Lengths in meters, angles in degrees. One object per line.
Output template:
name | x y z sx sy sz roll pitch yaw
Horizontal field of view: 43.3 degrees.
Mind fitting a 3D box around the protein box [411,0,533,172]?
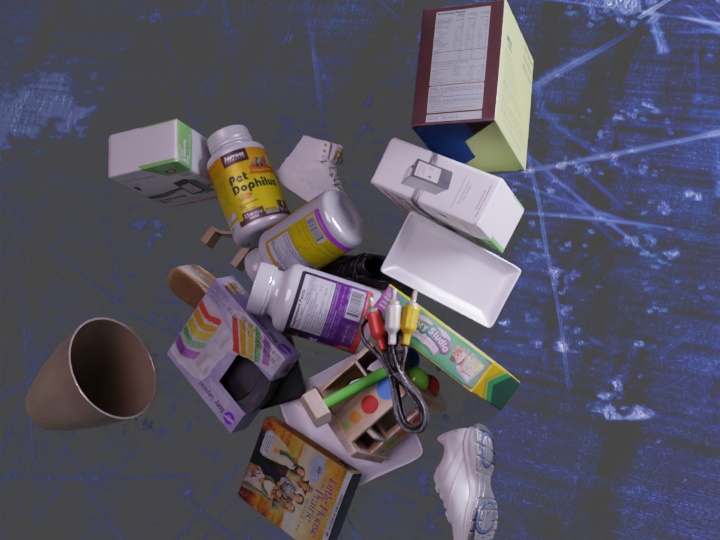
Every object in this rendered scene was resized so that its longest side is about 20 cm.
protein box | 0.182 -0.284 1.436 0.134 0.198 0.201 0 74 24

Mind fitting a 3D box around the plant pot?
plant pot | -0.500 0.207 1.616 0.200 0.187 0.188 -27 64 30

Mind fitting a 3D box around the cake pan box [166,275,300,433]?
cake pan box | -0.212 0.142 1.510 0.200 0.052 0.184 48 118 19

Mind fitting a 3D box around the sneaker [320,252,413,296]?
sneaker | 0.000 0.000 1.492 0.199 0.091 0.076 -3 73 25

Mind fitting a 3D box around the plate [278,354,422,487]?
plate | -0.016 0.248 1.456 0.199 0.032 0.201 -29 65 13

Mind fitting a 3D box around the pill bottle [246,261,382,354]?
pill bottle | -0.075 0.055 1.437 0.199 0.111 0.112 18 81 -5

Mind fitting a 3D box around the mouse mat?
mouse mat | -0.185 0.156 1.527 0.199 0.008 0.162 -21 81 33

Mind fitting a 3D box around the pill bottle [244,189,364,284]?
pill bottle | -0.097 -0.044 1.498 0.200 0.104 0.105 -30 64 28

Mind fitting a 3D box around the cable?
cable | 0.043 0.127 1.259 0.097 0.050 0.201 -9 70 16

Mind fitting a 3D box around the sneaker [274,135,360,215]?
sneaker | -0.056 -0.164 1.577 0.200 0.074 0.116 36 94 30

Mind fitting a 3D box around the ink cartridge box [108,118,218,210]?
ink cartridge box | -0.335 -0.187 1.636 0.145 0.200 0.084 -10 73 21

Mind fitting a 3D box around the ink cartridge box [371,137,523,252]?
ink cartridge box | 0.138 -0.118 1.427 0.200 0.145 0.084 26 87 28

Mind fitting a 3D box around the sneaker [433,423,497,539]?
sneaker | 0.153 0.330 1.344 0.087 0.074 0.201 -10 63 33

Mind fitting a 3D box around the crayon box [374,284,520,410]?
crayon box | 0.128 0.117 1.352 0.200 0.172 0.058 37 91 28

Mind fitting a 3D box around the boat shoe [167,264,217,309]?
boat shoe | -0.245 0.055 1.591 0.200 0.069 0.074 42 122 7

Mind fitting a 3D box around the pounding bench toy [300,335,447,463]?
pounding bench toy | 0.018 0.178 1.331 0.156 0.200 0.124 -42 63 8

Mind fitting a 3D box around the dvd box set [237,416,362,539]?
dvd box set | -0.100 0.340 1.434 0.200 0.029 0.147 26 98 37

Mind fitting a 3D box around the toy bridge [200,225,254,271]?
toy bridge | -0.204 -0.032 1.627 0.200 0.027 0.067 35 88 28

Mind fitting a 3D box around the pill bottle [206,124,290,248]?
pill bottle | -0.199 -0.149 1.581 0.109 0.109 0.201 -27 76 14

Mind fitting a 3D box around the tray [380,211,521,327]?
tray | 0.141 -0.001 1.418 0.199 0.022 0.108 28 92 -5
